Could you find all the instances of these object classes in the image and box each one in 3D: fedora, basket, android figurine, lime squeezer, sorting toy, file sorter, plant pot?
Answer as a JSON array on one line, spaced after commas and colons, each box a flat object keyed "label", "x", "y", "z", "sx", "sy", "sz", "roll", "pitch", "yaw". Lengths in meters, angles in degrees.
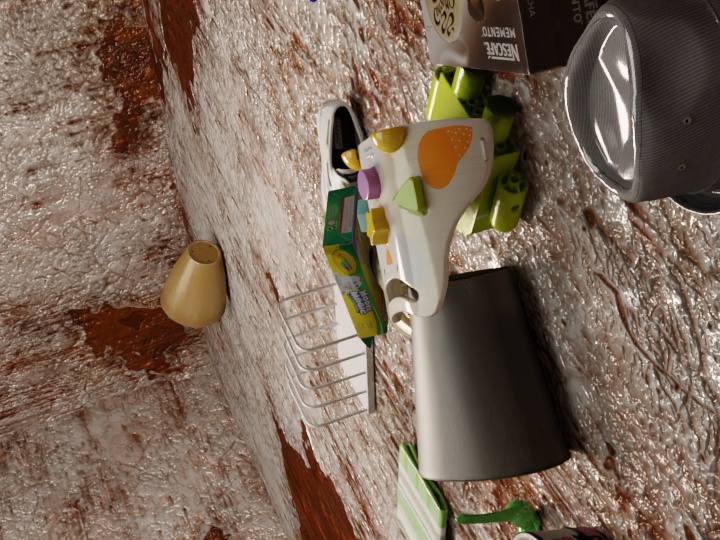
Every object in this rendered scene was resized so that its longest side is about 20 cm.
[{"label": "fedora", "x": 0.196, "y": -0.124, "z": 0.745, "sx": 0.202, "sy": 0.089, "sz": 0.178, "roll": 89, "pitch": 158, "yaw": -44}, {"label": "basket", "x": 0.121, "y": 0.106, "z": 1.177, "sx": 0.179, "sy": 0.135, "sz": 0.203, "roll": -10, "pitch": 92, "yaw": 43}, {"label": "android figurine", "x": 0.112, "y": -0.120, "z": 1.141, "sx": 0.201, "sy": 0.040, "sz": 0.183, "roll": 98, "pitch": 151, "yaw": -52}, {"label": "lime squeezer", "x": 0.184, "y": 0.310, "z": 1.307, "sx": 0.038, "sy": 0.071, "sz": 0.200, "roll": 32, "pitch": 169, "yaw": 43}, {"label": "sorting toy", "x": 0.049, "y": -0.041, "z": 1.108, "sx": 0.200, "sy": 0.105, "sz": 0.183, "roll": 160, "pitch": 109, "yaw": -71}, {"label": "file sorter", "x": -0.059, "y": 0.144, "z": 1.869, "sx": 0.139, "sy": 0.123, "sz": 0.202, "roll": -122, "pitch": 21, "yaw": -44}, {"label": "plant pot", "x": -0.443, "y": 0.020, "z": 3.045, "sx": 0.188, "sy": 0.184, "sz": 0.201, "roll": 62, "pitch": 148, "yaw": 34}]

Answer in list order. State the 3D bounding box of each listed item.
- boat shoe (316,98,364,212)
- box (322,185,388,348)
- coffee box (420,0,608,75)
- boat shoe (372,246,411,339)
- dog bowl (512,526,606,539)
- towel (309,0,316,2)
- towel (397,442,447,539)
[{"label": "boat shoe", "x": -0.021, "y": -0.134, "z": 1.537, "sx": 0.065, "sy": 0.073, "sz": 0.203, "roll": -149, "pitch": 43, "yaw": -74}, {"label": "box", "x": 0.000, "y": 0.000, "z": 1.518, "sx": 0.118, "sy": 0.048, "sz": 0.202, "roll": -86, "pitch": -17, "yaw": -46}, {"label": "coffee box", "x": 0.121, "y": -0.230, "z": 0.923, "sx": 0.200, "sy": 0.079, "sz": 0.115, "roll": -145, "pitch": 42, "yaw": -67}, {"label": "boat shoe", "x": 0.059, "y": 0.015, "z": 1.414, "sx": 0.201, "sy": 0.072, "sz": 0.063, "roll": -123, "pitch": 20, "yaw": -48}, {"label": "dog bowl", "x": 0.233, "y": 0.359, "z": 1.161, "sx": 0.200, "sy": 0.073, "sz": 0.203, "roll": 163, "pitch": 90, "yaw": -75}, {"label": "towel", "x": -0.117, "y": -0.442, "z": 1.398, "sx": 0.200, "sy": 0.049, "sz": 0.149, "roll": 41, "pitch": -150, "yaw": -53}, {"label": "towel", "x": 0.101, "y": 0.383, "z": 1.749, "sx": 0.150, "sy": 0.030, "sz": 0.202, "roll": -124, "pitch": 25, "yaw": -42}]
